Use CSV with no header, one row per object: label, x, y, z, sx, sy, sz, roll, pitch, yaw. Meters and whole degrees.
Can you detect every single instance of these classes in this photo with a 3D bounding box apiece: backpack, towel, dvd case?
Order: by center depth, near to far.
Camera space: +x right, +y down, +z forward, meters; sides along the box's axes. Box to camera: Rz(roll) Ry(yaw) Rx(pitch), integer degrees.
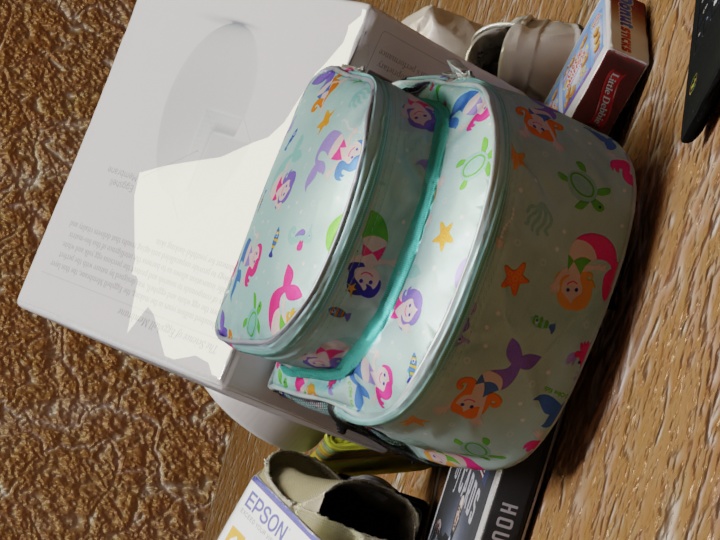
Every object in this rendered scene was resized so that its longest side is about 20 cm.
backpack,0.033,-0.004,1.319,0.200,0.150,0.178,19,87,64
dvd case,0.053,0.140,1.418,0.150,0.025,0.201,-106,32,-80
towel,0.011,0.100,1.637,0.200,0.086,0.018,129,137,-78

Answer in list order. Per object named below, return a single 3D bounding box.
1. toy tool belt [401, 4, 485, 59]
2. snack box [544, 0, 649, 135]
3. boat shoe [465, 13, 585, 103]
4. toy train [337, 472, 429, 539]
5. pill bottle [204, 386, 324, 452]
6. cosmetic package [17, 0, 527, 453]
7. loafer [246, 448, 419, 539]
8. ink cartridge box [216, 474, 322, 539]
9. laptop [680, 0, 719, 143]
toy tool belt,0.033,-0.078,1.766,0.200,0.124,0.123,128,166,-78
snack box,0.088,-0.041,1.452,0.072,0.024,0.201,-82,17,-61
boat shoe,0.088,-0.110,1.575,0.200,0.065,0.074,149,137,-82
toy train,-0.014,0.208,1.654,0.114,0.085,0.201,-30,-45,-80
pill bottle,0.000,0.000,1.617,0.200,0.109,0.110,-49,14,20
cosmetic package,-0.048,-0.035,1.504,0.199,0.123,0.201,19,85,51
loafer,-0.006,0.137,1.507,0.069,0.075,0.200,-62,24,11
ink cartridge box,-0.041,0.232,1.398,0.201,0.043,0.196,-58,41,8
laptop,0.128,-0.191,1.199,0.178,0.103,0.201,111,173,-48
